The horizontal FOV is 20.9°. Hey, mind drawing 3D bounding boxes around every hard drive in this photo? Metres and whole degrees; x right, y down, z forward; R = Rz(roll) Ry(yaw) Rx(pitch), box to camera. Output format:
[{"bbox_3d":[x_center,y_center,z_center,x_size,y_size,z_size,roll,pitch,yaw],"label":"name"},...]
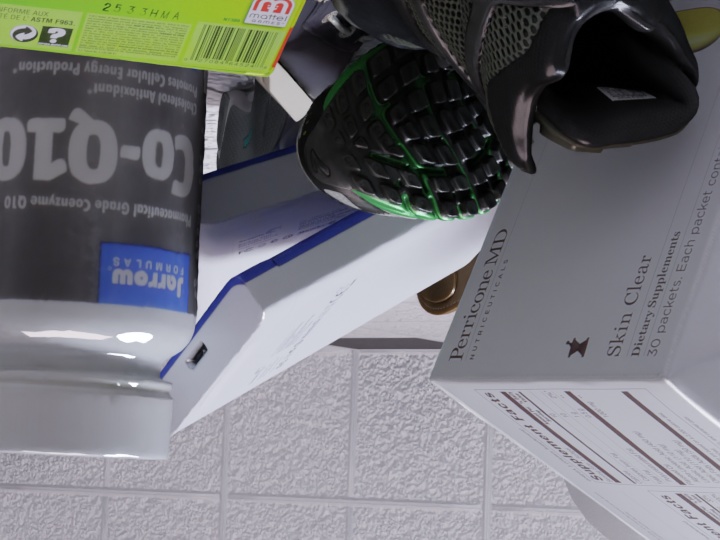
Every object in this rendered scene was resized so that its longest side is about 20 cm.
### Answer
[{"bbox_3d":[0.000,0.000,0.916,0.200,0.025,0.132,-29,168,-36],"label":"hard drive"},{"bbox_3d":[-0.025,-0.023,1.007,0.132,0.025,0.200,-18,166,-10],"label":"hard drive"}]

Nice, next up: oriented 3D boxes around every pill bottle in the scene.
[{"bbox_3d":[-0.124,-0.021,0.836,0.114,0.200,0.114,2,174,0],"label":"pill bottle"}]

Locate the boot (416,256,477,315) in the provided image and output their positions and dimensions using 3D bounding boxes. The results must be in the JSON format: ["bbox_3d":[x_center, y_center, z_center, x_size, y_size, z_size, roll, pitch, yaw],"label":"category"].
[{"bbox_3d":[0.143,-0.006,1.623,0.155,0.077,0.200,0,168,-25],"label":"boot"}]

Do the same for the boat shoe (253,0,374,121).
[{"bbox_3d":[-0.032,-0.116,0.748,0.063,0.073,0.200,-41,167,-3],"label":"boat shoe"}]

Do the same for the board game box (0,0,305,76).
[{"bbox_3d":[-0.109,-0.114,0.573,0.200,0.048,0.102,4,148,-19],"label":"board game box"}]

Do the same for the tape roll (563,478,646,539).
[{"bbox_3d":[0.183,0.026,0.903,0.203,0.139,0.203,-9,-147,6],"label":"tape roll"}]

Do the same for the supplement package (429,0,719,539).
[{"bbox_3d":[0.143,-0.011,0.704,0.156,0.200,0.111,37,154,-32],"label":"supplement package"}]

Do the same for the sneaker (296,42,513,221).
[{"bbox_3d":[0.023,-0.058,0.821,0.085,0.078,0.200,-17,-177,26],"label":"sneaker"}]

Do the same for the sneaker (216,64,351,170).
[{"bbox_3d":[-0.031,-0.068,1.044,0.080,0.070,0.200,1,174,-17],"label":"sneaker"}]

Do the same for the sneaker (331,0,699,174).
[{"bbox_3d":[0.048,-0.081,0.659,0.076,0.114,0.199,-27,180,-12],"label":"sneaker"}]
